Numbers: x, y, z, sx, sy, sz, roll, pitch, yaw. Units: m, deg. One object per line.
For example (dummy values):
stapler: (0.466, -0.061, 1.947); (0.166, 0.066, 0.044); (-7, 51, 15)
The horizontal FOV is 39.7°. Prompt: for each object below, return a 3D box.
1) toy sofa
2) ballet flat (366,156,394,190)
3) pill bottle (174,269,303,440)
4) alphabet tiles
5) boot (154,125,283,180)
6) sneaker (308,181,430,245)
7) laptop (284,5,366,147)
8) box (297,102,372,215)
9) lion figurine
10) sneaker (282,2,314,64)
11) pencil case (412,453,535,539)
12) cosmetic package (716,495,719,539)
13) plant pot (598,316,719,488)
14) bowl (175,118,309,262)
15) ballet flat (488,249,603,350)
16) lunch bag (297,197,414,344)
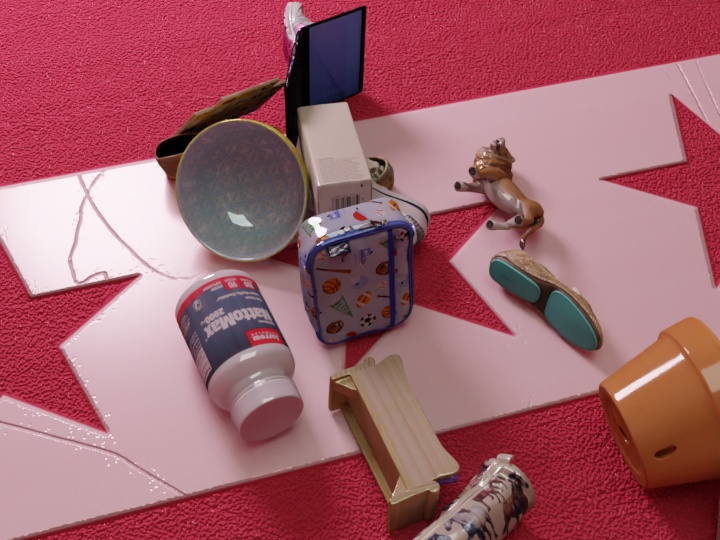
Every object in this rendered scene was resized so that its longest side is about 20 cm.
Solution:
toy sofa: (0.039, 0.210, 1.236); (0.096, 0.083, 0.201); (-18, 55, -17)
ballet flat: (-0.045, -0.141, 1.509); (0.197, 0.071, 0.071); (-5, 53, -6)
pill bottle: (-0.152, 0.110, 1.282); (0.118, 0.120, 0.201); (-21, 57, -17)
alphabet tiles: (-0.201, -0.240, 1.506); (0.165, 0.199, 0.006); (-26, 92, -30)
boot: (-0.212, -0.181, 1.499); (0.197, 0.076, 0.075); (-11, 74, 5)
sneaker: (0.003, -0.087, 1.448); (0.197, 0.077, 0.081); (15, 28, 8)
laptop: (-0.053, -0.281, 1.545); (0.102, 0.178, 0.202); (6, 52, 3)
box: (-0.039, -0.157, 1.426); (0.081, 0.069, 0.201); (-6, 42, -7)
lion figurine: (0.222, -0.111, 1.495); (0.121, 0.073, 0.201); (-6, 56, -43)
sneaker: (-0.081, -0.371, 1.680); (0.087, 0.082, 0.202); (-9, 62, -11)
pencil case: (0.119, 0.303, 1.164); (0.199, 0.090, 0.077); (-38, 39, -26)
cosmetic package: (0.511, 0.324, 1.097); (0.197, 0.168, 0.169); (12, 69, 6)
plant pot: (0.384, 0.178, 1.222); (0.138, 0.201, 0.202); (-23, 55, 1)
bowl: (-0.157, -0.123, 1.444); (0.197, 0.203, 0.108); (15, 17, 9)
ballet flat: (0.270, 0.032, 1.395); (0.200, 0.071, 0.065); (42, 47, 21)
lunch bag: (0.000, 0.000, 1.320); (0.158, 0.202, 0.076); (-14, 45, -12)
